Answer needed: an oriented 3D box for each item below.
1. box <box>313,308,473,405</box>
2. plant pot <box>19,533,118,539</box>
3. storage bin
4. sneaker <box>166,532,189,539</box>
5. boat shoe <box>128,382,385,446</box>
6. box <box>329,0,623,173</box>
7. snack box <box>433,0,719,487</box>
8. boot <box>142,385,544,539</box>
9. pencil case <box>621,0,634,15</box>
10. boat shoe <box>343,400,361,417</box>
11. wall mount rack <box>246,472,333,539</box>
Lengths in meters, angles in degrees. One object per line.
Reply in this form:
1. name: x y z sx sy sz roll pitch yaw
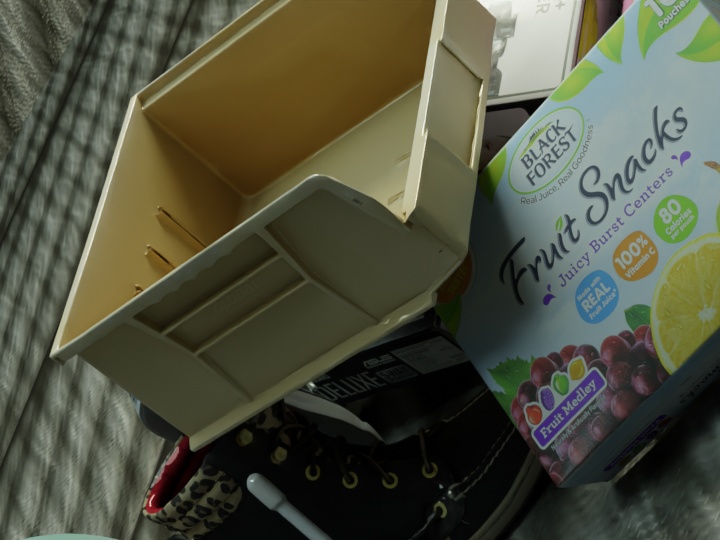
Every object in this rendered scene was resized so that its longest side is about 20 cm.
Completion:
1. box: 0.000 0.000 1.252 0.199 0.050 0.159 -19 49 41
2. plant pot: -0.220 0.257 1.350 0.201 0.133 0.201 -52 27 40
3. storage bin: -0.036 -0.044 1.035 0.198 0.094 0.201 -33 30 32
4. sneaker: -0.060 0.155 1.218 0.071 0.098 0.201 -39 25 48
5. boat shoe: -0.057 0.081 1.158 0.074 0.199 0.068 -49 40 17
6. box: 0.045 -0.115 1.169 0.199 0.060 0.117 -5 56 29
7. snack box: 0.127 -0.018 0.962 0.200 0.053 0.143 -48 61 26
8. boot: -0.004 0.098 1.075 0.200 0.150 0.073 -49 20 24
9. pencil case: 0.162 -0.097 1.081 0.086 0.083 0.201 3 49 17
10. boat shoe: -0.082 0.137 1.352 0.199 0.066 0.075 -45 22 34
11. wall mount rack: -0.026 0.206 1.013 0.201 0.074 0.174 -53 45 14
